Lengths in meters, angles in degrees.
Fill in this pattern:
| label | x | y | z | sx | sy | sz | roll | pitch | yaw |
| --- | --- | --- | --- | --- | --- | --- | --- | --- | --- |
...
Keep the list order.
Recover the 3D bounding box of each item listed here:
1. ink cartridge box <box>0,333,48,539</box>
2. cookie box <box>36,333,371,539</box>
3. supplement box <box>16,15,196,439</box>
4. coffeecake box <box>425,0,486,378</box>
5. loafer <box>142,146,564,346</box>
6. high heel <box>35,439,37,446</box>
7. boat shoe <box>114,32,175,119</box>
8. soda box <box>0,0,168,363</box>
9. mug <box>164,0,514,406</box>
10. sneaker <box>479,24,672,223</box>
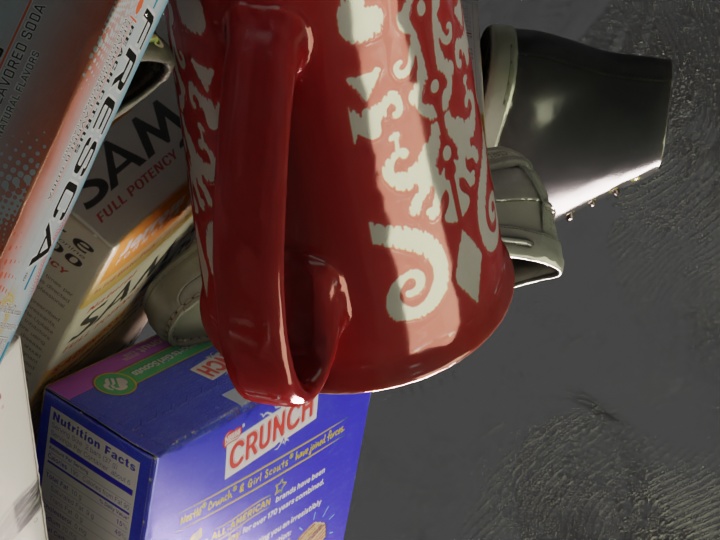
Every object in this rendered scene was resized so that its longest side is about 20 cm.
| label | x | y | z | sx | sy | sz | roll | pitch | yaw |
| --- | --- | --- | --- | --- | --- | --- | --- | --- | --- |
| ink cartridge box | -0.200 | 0.126 | 0.846 | 0.147 | 0.083 | 0.200 | -45 | 146 | -43 |
| cookie box | -0.079 | 0.127 | 1.006 | 0.171 | 0.075 | 0.201 | -24 | 133 | -50 |
| supplement box | -0.133 | -0.005 | 0.958 | 0.126 | 0.073 | 0.200 | -47 | 174 | -43 |
| coffeecake box | 0.016 | -0.068 | 1.136 | 0.200 | 0.073 | 0.154 | -89 | -171 | -50 |
| loafer | 0.000 | 0.000 | 0.973 | 0.199 | 0.070 | 0.070 | -18 | 155 | -15 |
| high heel | -0.142 | 0.133 | 1.067 | 0.200 | 0.071 | 0.143 | -48 | 155 | -44 |
| boat shoe | -0.135 | -0.047 | 0.700 | 0.202 | 0.060 | 0.072 | -45 | 173 | -47 |
| soda box | -0.106 | -0.052 | 0.596 | 0.064 | 0.068 | 0.200 | 61 | 54 | -85 |
| mug | -0.008 | -0.057 | 0.818 | 0.133 | 0.178 | 0.200 | -13 | 127 | -6 |
| sneaker | 0.101 | -0.040 | 1.158 | 0.200 | 0.106 | 0.075 | 104 | -8 | -46 |
